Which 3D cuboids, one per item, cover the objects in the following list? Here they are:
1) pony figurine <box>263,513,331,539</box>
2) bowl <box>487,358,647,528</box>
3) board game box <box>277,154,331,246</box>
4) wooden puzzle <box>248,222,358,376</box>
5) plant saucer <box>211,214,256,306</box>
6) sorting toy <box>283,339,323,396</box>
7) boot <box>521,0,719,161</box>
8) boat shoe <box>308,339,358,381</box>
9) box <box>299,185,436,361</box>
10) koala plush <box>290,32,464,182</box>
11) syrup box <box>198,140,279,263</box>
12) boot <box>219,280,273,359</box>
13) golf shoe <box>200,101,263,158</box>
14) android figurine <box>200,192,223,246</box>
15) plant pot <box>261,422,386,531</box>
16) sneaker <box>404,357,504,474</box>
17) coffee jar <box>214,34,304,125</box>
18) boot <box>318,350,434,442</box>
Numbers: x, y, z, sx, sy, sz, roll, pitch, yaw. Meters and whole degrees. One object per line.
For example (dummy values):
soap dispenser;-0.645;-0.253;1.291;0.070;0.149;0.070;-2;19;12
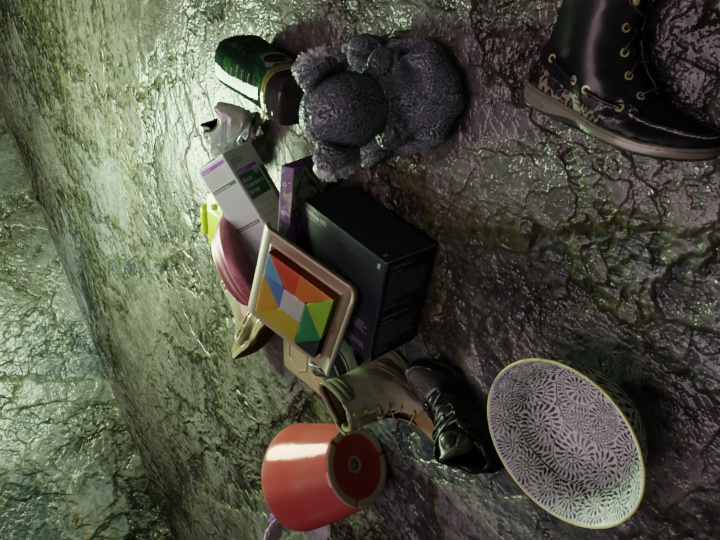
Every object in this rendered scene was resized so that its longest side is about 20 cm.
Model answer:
pony figurine;-0.153;0.529;1.370;0.200;0.165;0.195;44;131;53
bowl;0.255;0.182;0.713;0.200;0.094;0.203;26;126;43
board game box;-0.092;-0.085;1.000;0.032;0.120;0.202;17;117;19
wooden puzzle;-0.102;0.050;0.954;0.199;0.037;0.186;38;132;21
plant saucer;-0.224;-0.012;1.168;0.050;0.200;0.202;-23;87;9
sorting toy;-0.092;0.154;1.200;0.184;0.036;0.202;29;132;42
boot;0.252;-0.199;0.561;0.203;0.073;0.155;37;130;37
boat shoe;-0.053;0.156;1.049;0.072;0.071;0.201;32;157;43
box;0.000;0.000;0.947;0.200;0.103;0.184;39;135;35
koala plush;0.006;-0.208;0.763;0.183;0.199;0.179;12;115;48
syrup box;-0.198;-0.123;1.112;0.081;0.079;0.201;-19;106;38
boot;-0.262;0.096;1.352;0.156;0.072;0.200;58;140;16
golf shoe;-0.263;-0.248;1.164;0.200;0.097;0.079;-45;26;46
android figurine;-0.295;-0.092;1.338;0.182;0.041;0.202;34;133;39
plant pot;-0.059;0.375;1.140;0.177;0.199;0.202;-28;84;44
sneaker;0.124;0.204;0.865;0.076;0.114;0.200;-49;64;19
coffee jar;-0.147;-0.310;0.993;0.200;0.104;0.086;41;137;35
boot;0.044;0.221;0.949;0.200;0.154;0.073;45;137;30
